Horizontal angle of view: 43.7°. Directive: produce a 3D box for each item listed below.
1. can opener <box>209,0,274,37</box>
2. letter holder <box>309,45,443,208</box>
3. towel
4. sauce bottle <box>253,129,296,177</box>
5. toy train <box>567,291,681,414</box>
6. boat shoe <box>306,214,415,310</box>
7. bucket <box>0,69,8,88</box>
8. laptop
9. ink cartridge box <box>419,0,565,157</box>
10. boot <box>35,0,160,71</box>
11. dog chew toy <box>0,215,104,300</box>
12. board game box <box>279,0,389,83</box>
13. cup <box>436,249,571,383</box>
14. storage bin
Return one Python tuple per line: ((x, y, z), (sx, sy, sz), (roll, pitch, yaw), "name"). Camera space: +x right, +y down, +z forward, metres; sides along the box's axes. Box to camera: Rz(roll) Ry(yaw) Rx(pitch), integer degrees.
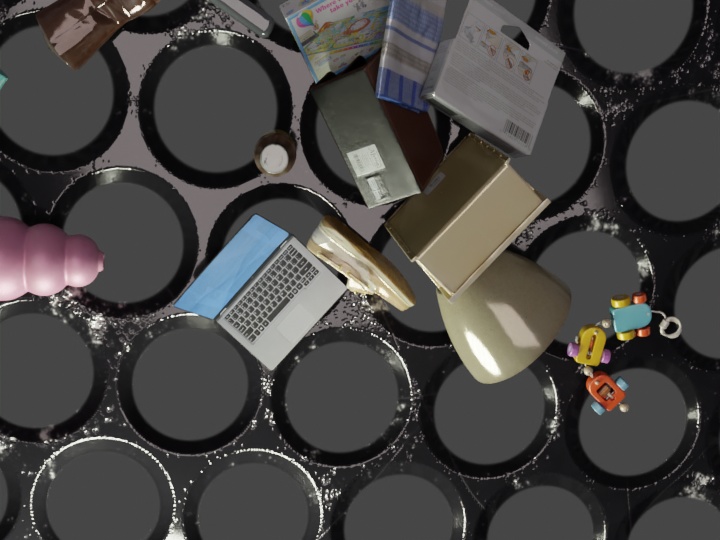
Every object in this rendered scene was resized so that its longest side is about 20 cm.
((-0.207, -0.420, 1.317), (0.199, 0.053, 0.067), (38, 96, -10), "can opener")
((0.032, -0.224, 1.352), (0.099, 0.143, 0.202), (-14, 115, 31), "letter holder")
((0.077, -0.335, 1.280), (0.023, 0.146, 0.204), (13, 95, 30), "towel")
((-0.123, -0.168, 1.299), (0.063, 0.200, 0.066), (-1, 103, -6), "sauce bottle")
((0.421, 0.128, 1.471), (0.149, 0.056, 0.201), (37, 100, -11), "toy train")
((0.000, 0.000, 1.412), (0.199, 0.074, 0.069), (42, 108, -9), "boat shoe")
((-0.605, -0.276, 1.249), (0.206, 0.207, 0.136), (39, 87, -10), "bucket")
((-0.149, 0.040, 1.382), (0.200, 0.116, 0.187), (43, 97, -10), "laptop")
((0.201, -0.293, 1.346), (0.198, 0.043, 0.177), (26, 80, -27), "ink cartridge box")
((-0.408, -0.417, 1.303), (0.198, 0.064, 0.188), (-33, 103, 8), "boot")
((-0.488, -0.017, 1.351), (0.196, 0.125, 0.127), (1, 102, -12), "dog chew toy")
((-0.004, -0.373, 1.309), (0.197, 0.035, 0.135), (-27, 143, 1), "board game box")
((0.197, 0.045, 1.356), (0.200, 0.201, 0.143), (-45, 106, 6), "cup")
((0.147, -0.087, 1.336), (0.094, 0.199, 0.200), (41, 97, -22), "storage bin")
